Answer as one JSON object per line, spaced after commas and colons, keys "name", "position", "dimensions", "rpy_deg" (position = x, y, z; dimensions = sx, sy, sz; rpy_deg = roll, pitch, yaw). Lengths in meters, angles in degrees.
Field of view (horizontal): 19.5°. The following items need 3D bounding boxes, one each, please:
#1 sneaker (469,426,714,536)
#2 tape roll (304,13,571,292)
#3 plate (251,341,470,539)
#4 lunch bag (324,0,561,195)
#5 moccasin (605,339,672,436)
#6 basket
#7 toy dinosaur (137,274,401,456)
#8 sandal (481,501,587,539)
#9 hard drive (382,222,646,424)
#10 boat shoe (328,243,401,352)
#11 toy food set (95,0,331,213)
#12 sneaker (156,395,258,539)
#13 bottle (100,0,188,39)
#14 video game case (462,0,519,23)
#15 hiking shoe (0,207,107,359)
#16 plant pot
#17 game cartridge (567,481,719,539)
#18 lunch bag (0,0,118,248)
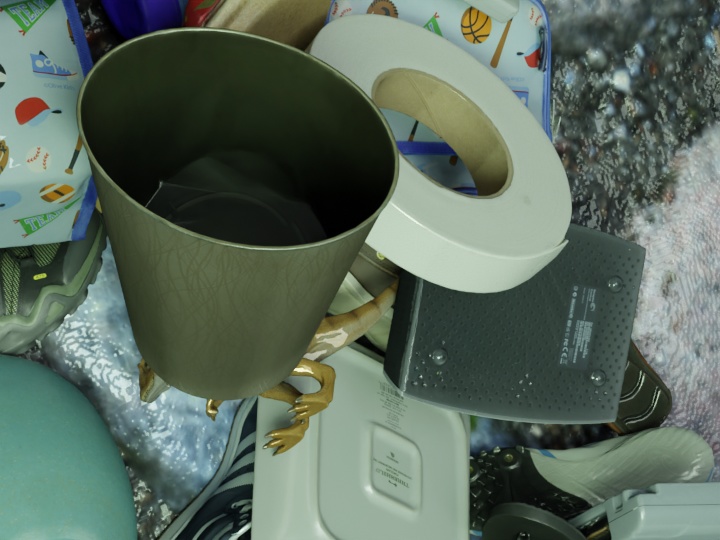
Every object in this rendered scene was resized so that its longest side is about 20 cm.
{"name": "sneaker", "position": [0.152, 0.157, 1.482], "dimensions": [0.198, 0.073, 0.072], "rpy_deg": [-8, 59, -2]}
{"name": "tape roll", "position": [0.043, -0.074, 1.308], "dimensions": [0.202, 0.037, 0.204], "rpy_deg": [26, 38, -22]}
{"name": "plate", "position": [0.012, 0.134, 1.377], "dimensions": [0.199, 0.032, 0.201], "rpy_deg": [29, 48, -37]}
{"name": "lunch bag", "position": [0.045, -0.118, 1.437], "dimensions": [0.199, 0.075, 0.162], "rpy_deg": [1, 92, -28]}
{"name": "moccasin", "position": [0.149, 0.035, 1.500], "dimensions": [0.074, 0.078, 0.201], "rpy_deg": [-48, 116, -4]}
{"name": "basket", "position": [-0.074, -0.020, 1.206], "dimensions": [0.179, 0.200, 0.137], "rpy_deg": [20, 58, 6]}
{"name": "toy dinosaur", "position": [-0.042, 0.050, 1.316], "dimensions": [0.198, 0.061, 0.107], "rpy_deg": [-14, 57, -9]}
{"name": "sandal", "position": [0.107, 0.220, 1.412], "dimensions": [0.075, 0.201, 0.045], "rpy_deg": [20, 55, 8]}
{"name": "hard drive", "position": [0.101, 0.030, 1.387], "dimensions": [0.199, 0.042, 0.136], "rpy_deg": [9, 91, -40]}
{"name": "boat shoe", "position": [0.000, 0.000, 1.416], "dimensions": [0.199, 0.072, 0.060], "rpy_deg": [34, 67, -27]}
{"name": "toy food set", "position": [-0.086, -0.126, 1.305], "dimensions": [0.049, 0.201, 0.198], "rpy_deg": [36, 41, 10]}
{"name": "sneaker", "position": [-0.055, 0.143, 1.363], "dimensions": [0.070, 0.108, 0.201], "rpy_deg": [41, 72, -23]}
{"name": "bottle", "position": [-0.081, -0.221, 1.367], "dimensions": [0.199, 0.065, 0.084], "rpy_deg": [-31, 110, -29]}
{"name": "video game case", "position": [0.028, -0.280, 1.407], "dimensions": [0.199, 0.022, 0.183], "rpy_deg": [25, 51, -28]}
{"name": "hiking shoe", "position": [-0.242, 0.011, 1.278], "dimensions": [0.200, 0.076, 0.101], "rpy_deg": [-45, 113, -20]}
{"name": "plant pot", "position": [-0.210, 0.168, 1.229], "dimensions": [0.199, 0.135, 0.202], "rpy_deg": [-14, 118, -27]}
{"name": "game cartridge", "position": [0.191, 0.192, 1.450], "dimensions": [0.132, 0.200, 0.042], "rpy_deg": [6, 64, -26]}
{"name": "lunch bag", "position": [-0.251, -0.121, 1.243], "dimensions": [0.169, 0.124, 0.201], "rpy_deg": [-4, 64, -27]}
